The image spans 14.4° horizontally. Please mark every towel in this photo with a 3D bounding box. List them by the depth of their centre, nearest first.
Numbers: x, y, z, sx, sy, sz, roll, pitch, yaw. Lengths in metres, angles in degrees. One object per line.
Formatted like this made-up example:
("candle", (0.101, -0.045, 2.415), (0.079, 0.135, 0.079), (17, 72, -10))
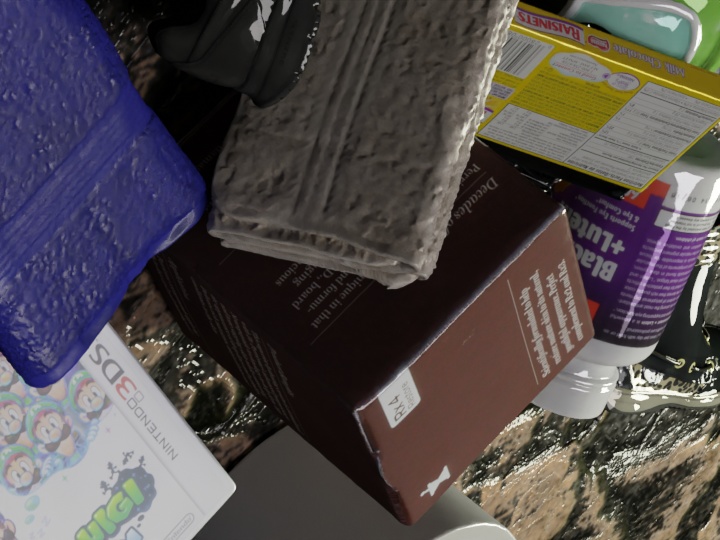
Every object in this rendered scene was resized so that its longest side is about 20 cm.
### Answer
("towel", (-0.172, -0.055, 1.459), (0.148, 0.049, 0.200), (-51, 134, -22))
("towel", (0.003, -0.092, 1.543), (0.035, 0.132, 0.201), (64, 43, -65))

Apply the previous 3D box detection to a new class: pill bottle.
("pill bottle", (0.164, -0.006, 1.918), (0.111, 0.111, 0.201), (-5, 124, -50))

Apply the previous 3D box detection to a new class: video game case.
("video game case", (-0.182, 0.127, 1.543), (0.200, 0.024, 0.182), (-47, 122, -18))

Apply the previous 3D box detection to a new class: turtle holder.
("turtle holder", (0.148, -0.172, 1.738), (0.131, 0.185, 0.142), (-2, 89, -36))

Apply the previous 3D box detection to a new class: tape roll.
("tape roll", (-0.012, 0.211, 1.873), (0.202, 0.139, 0.203), (-34, 144, -29))

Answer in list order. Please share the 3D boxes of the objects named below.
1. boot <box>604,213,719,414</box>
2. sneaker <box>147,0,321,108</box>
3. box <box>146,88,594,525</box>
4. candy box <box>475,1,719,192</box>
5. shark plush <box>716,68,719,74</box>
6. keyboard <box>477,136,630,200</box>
("boot", (0.240, 0.021, 2.084), (0.203, 0.073, 0.154), (-7, 123, -51))
("sneaker", (-0.053, -0.190, 1.492), (0.090, 0.076, 0.201), (15, 92, -17))
("box", (0.000, 0.000, 1.613), (0.164, 0.200, 0.166), (-45, 154, -13))
("candy box", (0.112, -0.107, 1.681), (0.199, 0.027, 0.102), (18, 144, -26))
("shark plush", (0.256, -0.133, 1.923), (0.091, 0.083, 0.200), (-40, 138, -18))
("keyboard", (0.094, -0.098, 1.749), (0.199, 0.040, 0.104), (20, 139, -28))
